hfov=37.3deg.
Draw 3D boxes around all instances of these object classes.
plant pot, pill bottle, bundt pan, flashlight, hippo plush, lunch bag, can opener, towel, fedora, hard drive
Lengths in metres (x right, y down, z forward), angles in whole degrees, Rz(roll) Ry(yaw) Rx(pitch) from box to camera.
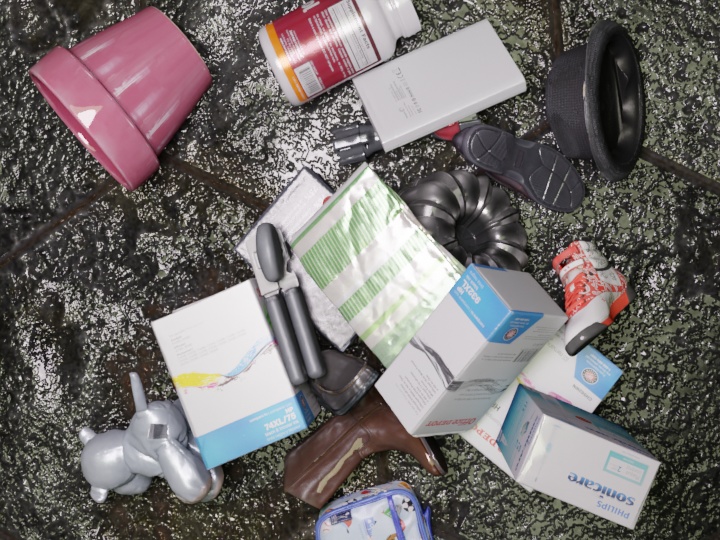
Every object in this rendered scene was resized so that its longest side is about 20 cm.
[{"bbox_3d":[-0.299,-0.237,1.392,0.179,0.200,0.200,-42,88,-11],"label":"plant pot"},{"bbox_3d":[-0.026,-0.308,1.396,0.197,0.113,0.115,-26,89,4],"label":"pill bottle"},{"bbox_3d":[0.132,-0.040,1.356,0.198,0.076,0.206,10,67,-24],"label":"bundt pan"},{"bbox_3d":[0.063,-0.186,1.419,0.196,0.069,0.068,-14,131,10],"label":"flashlight"},{"bbox_3d":[-0.284,0.255,1.403,0.159,0.200,0.161,-29,67,12],"label":"hippo plush"},{"bbox_3d":[0.031,0.387,1.430,0.157,0.076,0.204,-16,91,3],"label":"lunch bag"},{"bbox_3d":[-0.098,0.043,1.325,0.052,0.066,0.204,-19,87,17],"label":"can opener"},{"bbox_3d":[0.022,-0.008,1.292,0.152,0.023,0.201,-43,82,10],"label":"towel"},{"bbox_3d":[0.296,-0.215,1.371,0.090,0.199,0.205,0,92,38],"label":"fedora"},{"bbox_3d":[0.100,-0.242,1.387,0.197,0.026,0.133,-23,53,-1],"label":"hard drive"}]

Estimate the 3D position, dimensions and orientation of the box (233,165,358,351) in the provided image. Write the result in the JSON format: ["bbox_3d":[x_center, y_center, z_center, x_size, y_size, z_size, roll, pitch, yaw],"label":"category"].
[{"bbox_3d":[-0.044,-0.016,1.409,0.200,0.104,0.148,44,94,2],"label":"box"}]

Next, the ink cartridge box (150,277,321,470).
[{"bbox_3d":[-0.160,0.128,1.401,0.144,0.147,0.203,-22,90,5],"label":"ink cartridge box"}]

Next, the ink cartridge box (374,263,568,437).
[{"bbox_3d":[0.133,0.098,1.281,0.201,0.144,0.084,-53,59,22],"label":"ink cartridge box"}]

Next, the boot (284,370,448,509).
[{"bbox_3d":[-0.001,0.259,1.404,0.199,0.064,0.187,-42,48,2],"label":"boot"}]

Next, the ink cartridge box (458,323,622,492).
[{"bbox_3d":[0.225,0.164,1.402,0.144,0.085,0.201,37,95,3],"label":"ink cartridge box"}]

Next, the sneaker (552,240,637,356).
[{"bbox_3d":[0.275,0.030,1.348,0.108,0.201,0.067,50,125,7],"label":"sneaker"}]

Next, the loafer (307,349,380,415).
[{"bbox_3d":[-0.032,0.137,1.363,0.072,0.200,0.073,47,70,-6],"label":"loafer"}]

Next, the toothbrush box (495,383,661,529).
[{"bbox_3d":[0.250,0.214,1.261,0.144,0.200,0.087,22,95,0],"label":"toothbrush box"}]

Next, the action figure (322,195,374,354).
[{"bbox_3d":[0.000,0.000,1.332,0.065,0.052,0.203,-25,87,6],"label":"action figure"}]

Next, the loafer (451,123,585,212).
[{"bbox_3d":[0.206,-0.138,1.393,0.198,0.063,0.073,24,90,-25],"label":"loafer"}]
